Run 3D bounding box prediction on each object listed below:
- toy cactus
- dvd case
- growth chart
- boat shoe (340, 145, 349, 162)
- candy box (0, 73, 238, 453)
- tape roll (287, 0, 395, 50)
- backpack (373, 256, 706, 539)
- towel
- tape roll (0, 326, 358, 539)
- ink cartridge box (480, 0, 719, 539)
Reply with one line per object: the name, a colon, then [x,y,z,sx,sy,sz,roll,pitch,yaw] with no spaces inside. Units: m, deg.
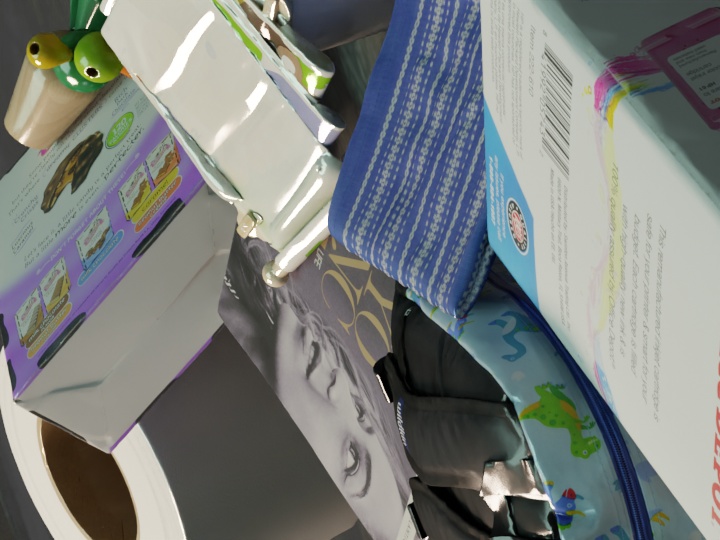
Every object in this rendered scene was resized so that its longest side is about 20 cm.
toy cactus: [-0.154,-0.139,1.415,0.165,0.102,0.200,-56,29,28]
dvd case: [-0.007,0.033,1.239,0.200,0.016,0.149,52,143,34]
growth chart: [-0.064,-0.096,1.195,0.200,0.018,0.145,56,145,0]
boat shoe: [-0.001,0.000,1.313,0.202,0.074,0.065,110,145,-60]
candy box: [-0.128,-0.027,1.427,0.071,0.168,0.200,32,-160,-30]
tape roll: [-0.040,-0.202,1.213,0.202,0.071,0.203,162,90,-75]
backpack: [0.084,0.071,1.001,0.200,0.153,0.164,-62,-39,-85]
towel: [0.033,-0.066,1.051,0.200,0.024,0.145,-146,74,-73]
tape roll: [-0.109,0.097,1.565,0.203,0.139,0.203,37,141,38]
ink cartridge box: [0.119,-0.014,0.854,0.200,0.084,0.145,-122,20,-44]
